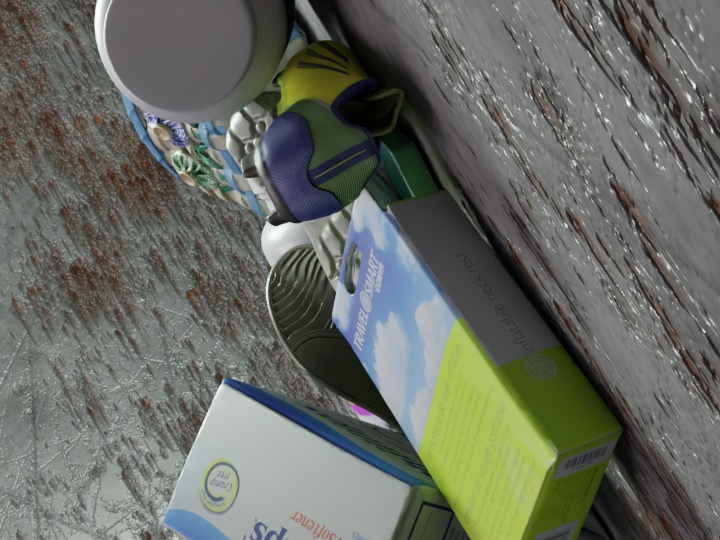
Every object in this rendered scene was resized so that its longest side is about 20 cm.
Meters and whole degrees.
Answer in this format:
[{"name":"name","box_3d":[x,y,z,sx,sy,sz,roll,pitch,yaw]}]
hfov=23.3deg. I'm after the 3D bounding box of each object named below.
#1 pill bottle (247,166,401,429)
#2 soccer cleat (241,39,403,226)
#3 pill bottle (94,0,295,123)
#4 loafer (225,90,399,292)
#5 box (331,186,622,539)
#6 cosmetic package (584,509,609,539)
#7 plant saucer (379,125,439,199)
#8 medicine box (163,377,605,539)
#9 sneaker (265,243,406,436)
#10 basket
[{"name":"pill bottle","box_3d":[0.000,0.000,1.193,0.201,0.104,0.104,61,176,-12]},{"name":"soccer cleat","box_3d":[-0.009,-0.083,0.959,0.065,0.083,0.200,61,-163,-19]},{"name":"pill bottle","box_3d":[-0.096,-0.148,1.028,0.113,0.112,0.200,60,-174,-11]},{"name":"loafer","box_3d":[-0.003,-0.036,1.076,0.069,0.070,0.201,-11,-123,-51]},{"name":"box","box_3d":[0.055,0.054,0.936,0.201,0.047,0.123,56,150,33]},{"name":"cosmetic package","box_3d":[0.129,0.228,1.240,0.085,0.107,0.200,57,177,36]},{"name":"plant saucer","box_3d":[0.058,-0.004,1.049,0.201,0.019,0.070,62,176,-25]},{"name":"medicine box","box_3d":[0.016,0.161,1.072,0.181,0.104,0.199,23,180,43]},{"name":"sneaker","box_3d":[0.025,0.066,1.121,0.200,0.075,0.106,41,180,24]},{"name":"basket","box_3d":[-0.111,-0.146,1.271,0.200,0.139,0.177,44,167,42]}]
